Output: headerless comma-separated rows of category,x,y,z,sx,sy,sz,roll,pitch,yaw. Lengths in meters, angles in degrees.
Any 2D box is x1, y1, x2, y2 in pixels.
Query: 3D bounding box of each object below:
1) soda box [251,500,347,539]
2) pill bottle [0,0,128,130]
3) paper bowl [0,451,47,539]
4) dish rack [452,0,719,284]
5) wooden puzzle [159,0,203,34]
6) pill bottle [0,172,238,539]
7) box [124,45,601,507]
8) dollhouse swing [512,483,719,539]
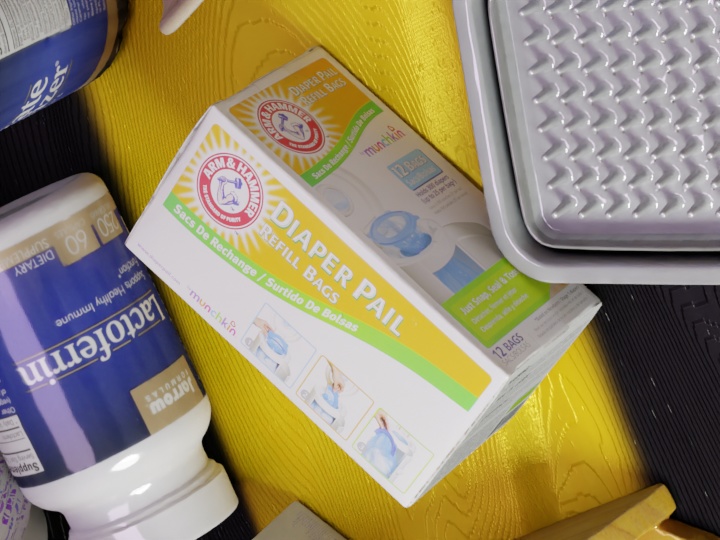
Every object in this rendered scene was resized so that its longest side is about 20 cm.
soda box,-0.070,0.205,1.411,0.063,0.200,0.068,36,125,11
pill bottle,-0.215,-0.117,1.360,0.111,0.200,0.112,12,116,26
paper bowl,-0.256,0.167,1.520,0.200,0.201,0.104,-29,127,36
dish rack,0.147,-0.080,1.256,0.199,0.044,0.173,0,111,31
wooden puzzle,-0.107,-0.221,1.242,0.201,0.046,0.185,62,165,-2
pill bottle,-0.150,0.058,1.450,0.115,0.116,0.201,-20,100,35
box,0.000,0.000,1.336,0.200,0.112,0.102,43,125,10
dollhouse swing,0.105,0.250,1.342,0.181,0.176,0.201,-26,95,36
